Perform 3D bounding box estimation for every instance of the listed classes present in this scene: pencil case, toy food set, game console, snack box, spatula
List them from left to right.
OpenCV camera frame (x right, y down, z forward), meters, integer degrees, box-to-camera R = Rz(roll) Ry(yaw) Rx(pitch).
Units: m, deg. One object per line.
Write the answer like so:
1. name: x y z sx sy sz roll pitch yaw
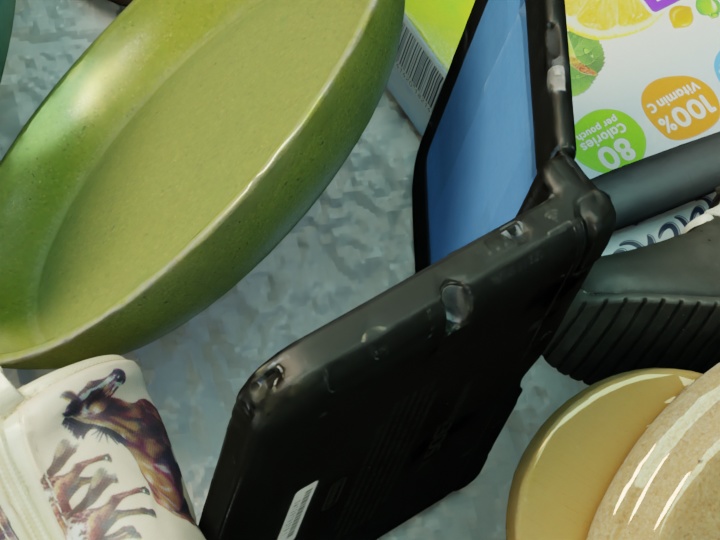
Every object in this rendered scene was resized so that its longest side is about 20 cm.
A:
1. pencil case: -0.061 0.122 0.692 0.078 0.089 0.200 -25 80 -6
2. game console: 0.000 0.000 0.765 0.176 0.200 0.116 -29 71 -22
3. snack box: 0.118 -0.040 0.892 0.142 0.053 0.200 -28 73 -21
4. spatula: 0.159 -0.050 0.863 0.200 0.021 0.057 -18 74 -19
5. toy food set: 0.147 0.114 0.781 0.200 0.049 0.198 -16 100 -20

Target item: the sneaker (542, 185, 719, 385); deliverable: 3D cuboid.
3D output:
1. sneaker: 0.142 -0.007 0.815 0.200 0.074 0.089 -2 64 -23

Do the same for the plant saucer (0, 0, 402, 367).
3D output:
1. plant saucer: -0.055 -0.043 0.791 0.031 0.200 0.200 43 58 -25

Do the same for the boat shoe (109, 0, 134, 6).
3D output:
1. boat shoe: -0.134 -0.177 0.912 0.200 0.072 0.076 39 48 1

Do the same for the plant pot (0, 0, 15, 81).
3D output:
1. plant pot: -0.198 -0.110 0.797 0.200 0.200 0.188 15 49 -3
